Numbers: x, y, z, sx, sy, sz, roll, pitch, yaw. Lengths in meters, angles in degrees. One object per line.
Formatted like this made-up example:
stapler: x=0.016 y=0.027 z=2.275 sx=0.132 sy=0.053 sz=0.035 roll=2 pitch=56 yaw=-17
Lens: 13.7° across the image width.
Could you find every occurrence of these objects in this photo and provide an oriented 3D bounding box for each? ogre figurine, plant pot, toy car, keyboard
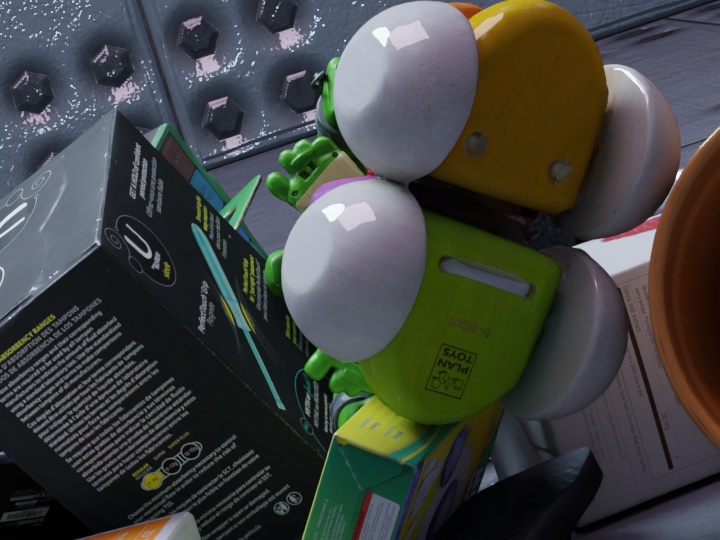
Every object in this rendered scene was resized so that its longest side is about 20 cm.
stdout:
ogre figurine: x=0.000 y=0.000 z=1.559 sx=0.098 sy=0.201 sz=0.120 roll=-23 pitch=-4 yaw=1
plant pot: x=0.238 y=0.015 z=1.413 sx=0.199 sy=0.201 sz=0.140 roll=-17 pitch=-8 yaw=6
toy car: x=0.039 y=-0.031 z=1.396 sx=0.174 sy=0.201 sz=0.150 roll=17 pitch=-2 yaw=-34
keyboard: x=-0.191 y=0.113 z=1.650 sx=0.040 sy=0.104 sz=0.199 roll=41 pitch=26 yaw=30

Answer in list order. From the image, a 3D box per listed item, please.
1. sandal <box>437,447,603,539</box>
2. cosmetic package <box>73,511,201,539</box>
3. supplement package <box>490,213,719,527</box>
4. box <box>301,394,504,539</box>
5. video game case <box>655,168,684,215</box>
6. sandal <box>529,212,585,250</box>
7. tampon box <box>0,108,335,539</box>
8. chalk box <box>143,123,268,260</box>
sandal: x=0.069 y=0.144 z=1.401 sx=0.076 sy=0.043 sz=0.200 roll=-21 pitch=16 yaw=27
cosmetic package: x=-0.176 y=0.188 z=1.481 sx=0.199 sy=0.072 sz=0.101 roll=-16 pitch=9 yaw=14
supplement package: x=0.165 y=0.038 z=1.566 sx=0.199 sy=0.120 sz=0.121 roll=-20 pitch=8 yaw=-16
box: x=0.023 y=0.107 z=1.449 sx=0.048 sy=0.118 sz=0.200 roll=21 pitch=21 yaw=11
video game case: x=0.204 y=-0.023 z=1.891 sx=0.199 sy=0.024 sz=0.182 roll=-12 pitch=-20 yaw=32
sandal: x=0.101 y=0.018 z=1.669 sx=0.075 sy=0.201 sz=0.045 roll=32 pitch=42 yaw=27
tampon box: x=-0.112 y=0.049 z=1.576 sx=0.126 sy=0.200 sz=0.150 roll=-37 pitch=24 yaw=18
chalk box: x=-0.133 y=0.010 z=1.737 sx=0.199 sy=0.124 sz=0.125 roll=-25 pitch=23 yaw=29
